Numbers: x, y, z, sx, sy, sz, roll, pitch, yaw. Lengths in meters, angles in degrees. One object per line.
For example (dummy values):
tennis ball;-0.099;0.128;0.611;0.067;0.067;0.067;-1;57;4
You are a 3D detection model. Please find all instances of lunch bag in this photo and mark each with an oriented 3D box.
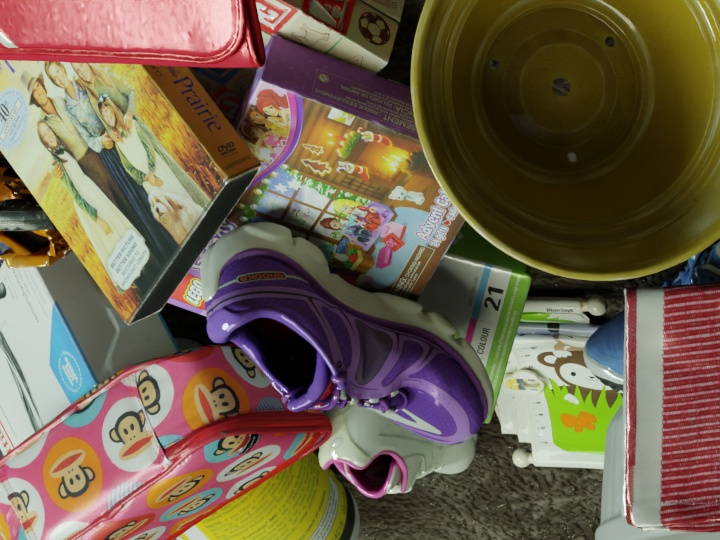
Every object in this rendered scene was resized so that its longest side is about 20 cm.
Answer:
lunch bag;-0.122;0.117;1.531;0.200;0.082;0.176;-34;164;24

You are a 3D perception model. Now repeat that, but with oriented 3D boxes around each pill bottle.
pill bottle;-0.093;0.141;1.709;0.114;0.115;0.200;-8;141;29

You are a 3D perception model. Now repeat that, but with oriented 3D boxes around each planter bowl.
planter bowl;0.114;-0.096;1.276;0.200;0.201;0.083;22;177;-12

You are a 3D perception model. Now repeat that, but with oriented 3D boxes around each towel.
towel;0.250;0.079;1.403;0.199;0.145;0.023;0;-171;2

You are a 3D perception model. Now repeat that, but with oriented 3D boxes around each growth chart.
growth chart;0.136;0.075;1.613;0.144;0.018;0.200;-4;140;25

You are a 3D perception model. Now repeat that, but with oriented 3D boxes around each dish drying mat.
dish drying mat;-0.142;-0.141;1.262;0.199;0.018;0.077;5;117;29

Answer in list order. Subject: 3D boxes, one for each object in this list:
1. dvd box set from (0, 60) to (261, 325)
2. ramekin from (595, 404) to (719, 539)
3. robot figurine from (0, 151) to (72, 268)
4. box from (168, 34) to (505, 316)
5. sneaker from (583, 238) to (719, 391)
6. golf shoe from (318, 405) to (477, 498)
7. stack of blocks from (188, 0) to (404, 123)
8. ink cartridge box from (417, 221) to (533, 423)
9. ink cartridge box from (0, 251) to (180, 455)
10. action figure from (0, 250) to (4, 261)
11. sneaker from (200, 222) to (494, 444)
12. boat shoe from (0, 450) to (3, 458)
dvd box set;-0.149;-0.089;1.356;0.200;0.029;0.146;53;137;13
ramekin;0.242;0.125;1.534;0.202;0.095;0.202;-4;165;-1
robot figurine;-0.236;-0.046;1.481;0.199;0.145;0.058;8;113;23
box;-0.020;-0.031;1.375;0.136;0.039;0.200;20;138;-8
sneaker;0.213;0.011;1.461;0.200;0.076;0.077;-26;124;31
golf shoe;0.019;0.114;1.626;0.075;0.092;0.200;-6;158;27
stack of blocks;-0.076;-0.118;1.379;0.115;0.059;0.200;28;143;-20
ink cartridge box;0.000;0.000;1.493;0.199;0.076;0.148;13;139;2
ink cartridge box;-0.197;0.066;1.590;0.068;0.116;0.200;-17;158;-33
action figure;-0.263;-0.019;1.598;0.199;0.052;0.065;-14;143;27
sneaker;-0.013;0.055;1.374;0.200;0.084;0.081;29;135;-28
boat shoe;-0.240;0.136;1.796;0.199;0.065;0.072;9;147;8
